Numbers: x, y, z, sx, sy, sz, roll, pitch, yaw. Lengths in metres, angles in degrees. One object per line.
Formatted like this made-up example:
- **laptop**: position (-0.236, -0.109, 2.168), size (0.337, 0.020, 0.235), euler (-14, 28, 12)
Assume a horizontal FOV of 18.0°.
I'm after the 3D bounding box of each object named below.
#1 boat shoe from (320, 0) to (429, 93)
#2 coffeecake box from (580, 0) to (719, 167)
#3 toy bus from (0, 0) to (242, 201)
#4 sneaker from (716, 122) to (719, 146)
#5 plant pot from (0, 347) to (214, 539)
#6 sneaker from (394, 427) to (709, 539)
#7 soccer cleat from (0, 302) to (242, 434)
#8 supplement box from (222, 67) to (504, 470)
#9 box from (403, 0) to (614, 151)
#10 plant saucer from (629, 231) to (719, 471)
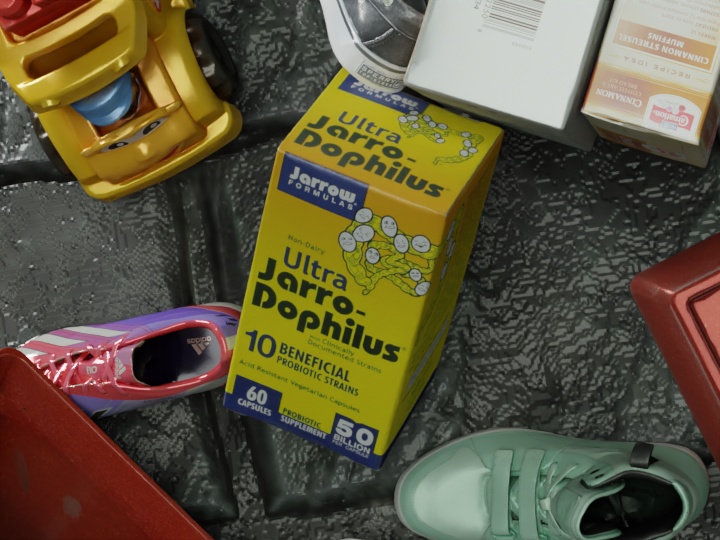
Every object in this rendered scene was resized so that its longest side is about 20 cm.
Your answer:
- **boat shoe**: position (0.003, -0.196, 1.389), size (0.071, 0.200, 0.068), euler (17, 125, -28)
- **coffeecake box**: position (0.196, -0.171, 1.332), size (0.073, 0.153, 0.201), euler (17, 91, 10)
- **toy bus**: position (-0.175, -0.153, 1.409), size (0.135, 0.192, 0.201), euler (-26, 87, 8)
- **sneaker**: position (0.287, -0.146, 1.361), size (0.076, 0.115, 0.201), euler (45, 97, 7)
- **plant pot**: position (-0.242, 0.206, 1.413), size (0.200, 0.200, 0.176), euler (44, 128, 7)
- **sneaker**: position (0.111, 0.136, 1.391), size (0.199, 0.118, 0.074), euler (-5, 91, 12)
- **soccer cleat**: position (-0.163, 0.064, 1.464), size (0.199, 0.073, 0.069), euler (-14, 89, 10)
- **supplement box**: position (0.000, 0.000, 1.372), size (0.108, 0.110, 0.201), euler (21, 127, 10)
- **box**: position (0.103, -0.148, 1.351), size (0.097, 0.200, 0.125), euler (17, 92, 10)
- **plant saucer**: position (0.296, 0.050, 1.400), size (0.199, 0.037, 0.200), euler (-27, 85, 9)
